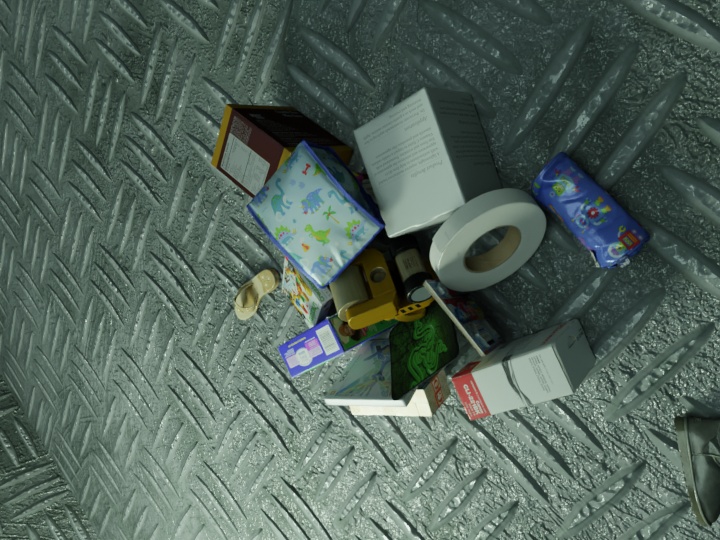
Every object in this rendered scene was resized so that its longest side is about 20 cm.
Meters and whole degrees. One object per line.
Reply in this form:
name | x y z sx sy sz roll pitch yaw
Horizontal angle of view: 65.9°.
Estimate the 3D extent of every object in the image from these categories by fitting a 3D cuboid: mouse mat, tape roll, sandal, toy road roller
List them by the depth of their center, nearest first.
tape roll | 0.209 -0.045 0.914 0.204 0.201 0.037 -55 43 32
mouse mat | 0.113 0.134 1.040 0.008 0.201 0.161 38 116 -23
toy road roller | 0.052 0.041 1.043 0.197 0.147 0.124 -20 55 1
sandal | -0.288 0.064 1.406 0.211 0.069 0.078 -40 76 37

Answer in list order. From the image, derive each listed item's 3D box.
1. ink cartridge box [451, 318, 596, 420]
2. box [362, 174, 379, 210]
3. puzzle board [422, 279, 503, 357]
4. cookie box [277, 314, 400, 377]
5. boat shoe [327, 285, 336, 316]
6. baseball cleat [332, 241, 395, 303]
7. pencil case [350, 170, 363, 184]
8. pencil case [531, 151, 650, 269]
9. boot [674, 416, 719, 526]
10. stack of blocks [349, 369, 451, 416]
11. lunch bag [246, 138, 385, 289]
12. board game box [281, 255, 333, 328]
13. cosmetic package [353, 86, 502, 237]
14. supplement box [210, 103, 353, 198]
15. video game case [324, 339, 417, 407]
ink cartridge box | 0.278 0.168 0.944 0.199 0.144 0.085 -30 84 39
box | -0.024 -0.092 1.163 0.100 0.075 0.201 48 127 19
puzzle board | 0.186 0.074 0.964 0.017 0.199 0.151 -43 74 17
cookie box | -0.041 0.132 1.148 0.170 0.199 0.076 -31 83 39
boat shoe | -0.111 0.012 1.255 0.064 0.070 0.203 -26 84 62
baseball cleat | 0.000 0.000 1.159 0.198 0.070 0.107 -24 109 29
pencil case | -0.044 -0.094 1.080 0.088 0.088 0.203 18 108 33
pencil case | 0.352 -0.089 0.867 0.087 0.078 0.201 -42 72 13
boot | 0.577 0.285 0.799 0.198 0.072 0.185 -12 95 32
stack of blocks | 0.080 0.238 1.129 0.198 0.115 0.059 -10 106 39
lunch bag | -0.070 -0.096 0.975 0.170 0.127 0.201 -45 73 22
board game box | -0.115 0.045 1.169 0.127 0.034 0.200 52 159 12
cosmetic package | 0.122 -0.184 0.968 0.164 0.164 0.203 -19 89 39
supplement box | -0.162 -0.237 1.154 0.199 0.196 0.134 39 121 23
video game case | 0.046 0.200 1.113 0.198 0.183 0.022 -9 118 38
